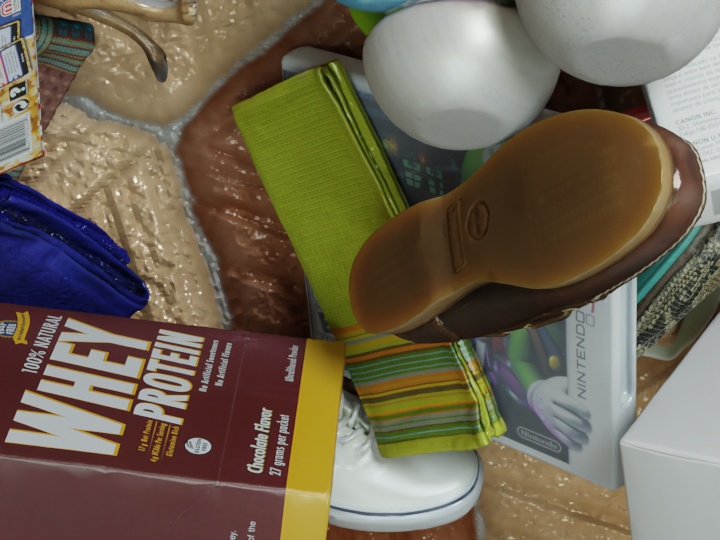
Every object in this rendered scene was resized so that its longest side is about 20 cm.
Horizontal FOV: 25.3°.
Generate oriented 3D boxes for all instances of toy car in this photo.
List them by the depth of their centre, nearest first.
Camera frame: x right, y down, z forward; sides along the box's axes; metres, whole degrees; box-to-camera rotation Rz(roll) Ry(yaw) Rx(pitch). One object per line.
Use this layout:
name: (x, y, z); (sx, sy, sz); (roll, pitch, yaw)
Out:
toy car: (0.049, -0.157, 0.635); (0.150, 0.176, 0.200); (21, 152, -40)

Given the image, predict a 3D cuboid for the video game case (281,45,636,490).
video game case: (0.046, -0.003, 0.778); (0.200, 0.023, 0.182); (21, 128, 38)

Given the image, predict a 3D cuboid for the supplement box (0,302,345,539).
supplement box: (-0.118, 0.138, 0.783); (0.199, 0.133, 0.198); (7, 118, -1)

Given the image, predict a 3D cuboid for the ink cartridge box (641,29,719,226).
ink cartridge box: (0.189, -0.131, 0.681); (0.160, 0.201, 0.050); (-16, 150, 10)

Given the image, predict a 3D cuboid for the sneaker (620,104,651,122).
sneaker: (0.110, -0.041, 0.758); (0.200, 0.087, 0.074); (-29, 71, 29)

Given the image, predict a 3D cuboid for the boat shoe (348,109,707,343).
boat shoe: (0.076, -0.014, 0.674); (0.070, 0.071, 0.200); (9, 163, -32)

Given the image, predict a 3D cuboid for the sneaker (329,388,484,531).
sneaker: (-0.030, 0.084, 0.855); (0.199, 0.073, 0.071); (14, 145, 4)

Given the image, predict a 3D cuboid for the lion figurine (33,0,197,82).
lion figurine: (-0.126, -0.164, 0.708); (0.122, 0.073, 0.200); (7, 137, -12)

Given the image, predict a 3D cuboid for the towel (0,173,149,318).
towel: (-0.231, 0.021, 0.841); (0.200, 0.050, 0.148); (-28, 146, 17)

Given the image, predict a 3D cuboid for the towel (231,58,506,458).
towel: (0.000, 0.000, 0.791); (0.086, 0.018, 0.201); (-17, 99, 46)

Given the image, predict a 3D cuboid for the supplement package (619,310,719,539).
supplement package: (0.221, 0.083, 0.755); (0.119, 0.200, 0.122); (10, 125, 34)

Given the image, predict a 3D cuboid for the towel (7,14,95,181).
towel: (-0.232, -0.068, 0.757); (0.022, 0.200, 0.147); (52, 122, 27)

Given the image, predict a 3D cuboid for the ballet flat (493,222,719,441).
ballet flat: (0.133, 0.034, 0.837); (0.075, 0.068, 0.200); (29, 119, -34)

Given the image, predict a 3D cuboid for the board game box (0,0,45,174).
board game box: (-0.234, -0.072, 0.674); (0.200, 0.046, 0.152); (-26, 151, -25)
